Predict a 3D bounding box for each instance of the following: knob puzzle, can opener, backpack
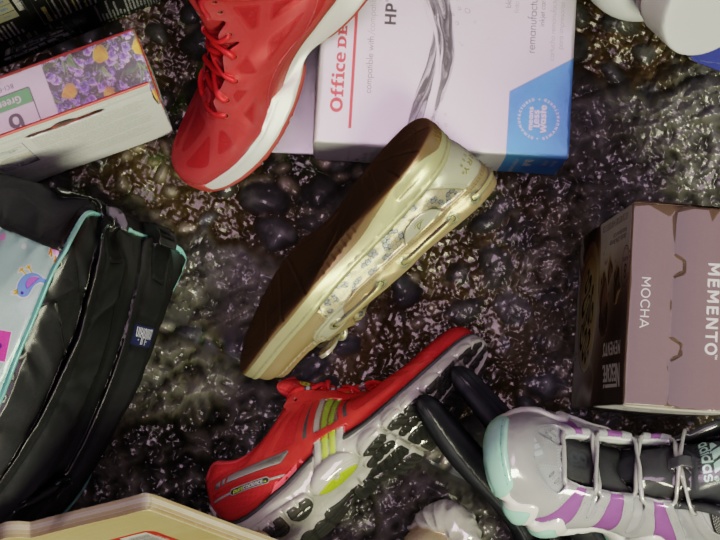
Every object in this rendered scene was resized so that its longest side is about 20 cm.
[{"bbox_3d":[-0.135,0.166,1.164,0.217,0.220,0.031,1,66,-2],"label":"knob puzzle"},{"bbox_3d":[0.103,0.136,1.198,0.063,0.079,0.201,-37,110,-12],"label":"can opener"},{"bbox_3d":[-0.209,0.051,1.167,0.152,0.176,0.202,14,86,16],"label":"backpack"}]

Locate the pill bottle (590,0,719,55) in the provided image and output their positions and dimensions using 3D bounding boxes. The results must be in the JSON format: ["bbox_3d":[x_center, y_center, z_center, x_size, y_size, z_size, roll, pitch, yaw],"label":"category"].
[{"bbox_3d":[0.158,-0.219,1.186,0.110,0.111,0.200,-34,54,-4],"label":"pill bottle"}]

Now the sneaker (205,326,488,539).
[{"bbox_3d":[-0.012,0.090,1.219,0.199,0.077,0.085,-37,62,-6],"label":"sneaker"}]

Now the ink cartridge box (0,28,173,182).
[{"bbox_3d":[-0.172,-0.096,1.162,0.108,0.200,0.051,-20,87,-4],"label":"ink cartridge box"}]

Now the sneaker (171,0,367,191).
[{"bbox_3d":[-0.084,-0.139,1.183,0.201,0.115,0.078,-57,49,22],"label":"sneaker"}]

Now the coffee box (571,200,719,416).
[{"bbox_3d":[0.178,0.028,1.167,0.079,0.200,0.114,4,86,-2],"label":"coffee box"}]

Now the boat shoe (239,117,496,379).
[{"bbox_3d":[0.000,0.000,1.207,0.062,0.074,0.200,33,115,-21],"label":"boat shoe"}]

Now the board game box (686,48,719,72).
[{"bbox_3d":[0.316,-0.204,1.240,0.158,0.097,0.202,22,85,-1],"label":"board game box"}]

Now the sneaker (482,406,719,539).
[{"bbox_3d":[0.173,0.112,1.143,0.139,0.199,0.078,-21,61,37],"label":"sneaker"}]

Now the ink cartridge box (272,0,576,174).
[{"bbox_3d":[0.031,-0.126,1.239,0.198,0.067,0.117,3,85,-2],"label":"ink cartridge box"}]

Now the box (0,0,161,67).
[{"bbox_3d":[-0.189,-0.193,1.169,0.163,0.200,0.087,-23,89,-3],"label":"box"}]

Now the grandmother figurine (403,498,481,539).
[{"bbox_3d":[0.001,0.222,1.219,0.121,0.061,0.200,44,88,-7],"label":"grandmother figurine"}]
